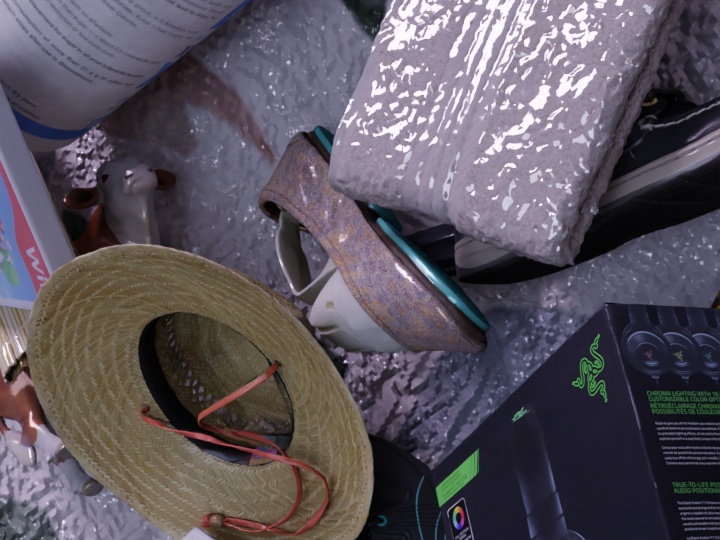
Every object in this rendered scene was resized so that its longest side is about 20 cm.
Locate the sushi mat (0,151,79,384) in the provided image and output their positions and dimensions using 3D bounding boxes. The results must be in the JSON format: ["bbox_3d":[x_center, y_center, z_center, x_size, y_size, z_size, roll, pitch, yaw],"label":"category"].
[{"bbox_3d":[-0.212,-0.036,0.995,0.096,0.012,0.200,-53,47,27],"label":"sushi mat"}]

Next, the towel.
[{"bbox_3d":[0.075,-0.109,0.754,0.132,0.034,0.201,21,86,36],"label":"towel"}]

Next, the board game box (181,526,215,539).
[{"bbox_3d":[-0.010,0.219,0.851,0.200,0.034,0.135,25,150,46],"label":"board game box"}]

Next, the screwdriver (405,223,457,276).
[{"bbox_3d":[0.100,-0.028,0.843,0.199,0.028,0.029,-18,114,30],"label":"screwdriver"}]

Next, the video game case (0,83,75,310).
[{"bbox_3d":[-0.229,-0.048,0.934,0.200,0.017,0.144,5,121,50],"label":"video game case"}]

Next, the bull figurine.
[{"bbox_3d":[-0.149,0.032,0.971,0.200,0.065,0.122,-52,51,29],"label":"bull figurine"}]

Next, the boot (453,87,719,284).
[{"bbox_3d":[0.111,-0.091,0.789,0.200,0.073,0.151,-27,70,39],"label":"boot"}]

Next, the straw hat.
[{"bbox_3d":[-0.066,0.050,0.883,0.200,0.085,0.202,14,128,19],"label":"straw hat"}]

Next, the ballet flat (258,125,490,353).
[{"bbox_3d":[0.000,0.000,0.844,0.067,0.068,0.200,-45,35,7],"label":"ballet flat"}]

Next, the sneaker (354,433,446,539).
[{"bbox_3d":[0.023,0.163,0.877,0.075,0.079,0.200,-48,69,26],"label":"sneaker"}]

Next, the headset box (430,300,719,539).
[{"bbox_3d":[0.121,0.130,0.738,0.174,0.092,0.201,129,138,-52],"label":"headset box"}]

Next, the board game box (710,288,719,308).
[{"bbox_3d":[0.248,0.052,0.754,0.200,0.035,0.127,33,110,25],"label":"board game box"}]

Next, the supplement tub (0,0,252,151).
[{"bbox_3d":[-0.136,-0.165,0.913,0.200,0.132,0.132,-32,78,30],"label":"supplement tub"}]
